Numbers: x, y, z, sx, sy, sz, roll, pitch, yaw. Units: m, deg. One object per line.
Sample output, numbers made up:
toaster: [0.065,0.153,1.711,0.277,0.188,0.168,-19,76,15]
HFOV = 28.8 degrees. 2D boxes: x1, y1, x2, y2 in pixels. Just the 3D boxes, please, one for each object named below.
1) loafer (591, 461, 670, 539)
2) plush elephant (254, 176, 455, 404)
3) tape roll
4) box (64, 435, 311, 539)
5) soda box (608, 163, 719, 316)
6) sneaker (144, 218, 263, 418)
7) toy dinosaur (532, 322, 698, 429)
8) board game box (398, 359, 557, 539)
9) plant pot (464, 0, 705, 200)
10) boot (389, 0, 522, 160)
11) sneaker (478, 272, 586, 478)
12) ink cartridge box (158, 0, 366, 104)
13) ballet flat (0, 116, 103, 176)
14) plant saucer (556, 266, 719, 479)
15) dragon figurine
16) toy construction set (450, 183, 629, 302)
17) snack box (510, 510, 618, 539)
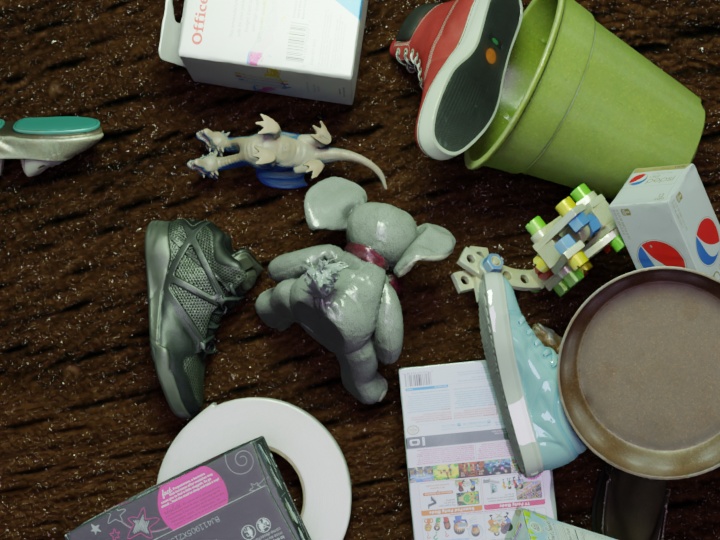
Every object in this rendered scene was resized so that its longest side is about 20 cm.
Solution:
loafer: [0.273,0.212,1.395,0.072,0.071,0.203,3,85,1]
plush elephant: [0.000,0.000,1.379,0.164,0.201,0.155,36,65,15]
tape roll: [-0.107,0.228,1.416,0.200,0.037,0.206,0,86,1]
box: [-0.157,0.261,1.339,0.198,0.115,0.133,-26,87,0]
soda box: [0.311,-0.002,1.331,0.064,0.068,0.201,-49,122,-35]
sneaker: [-0.154,0.045,1.411,0.113,0.076,0.202,-5,80,7]
toy dinosaur: [0.271,0.084,1.405,0.198,0.060,0.107,19,80,32]
board game box: [0.118,0.192,1.403,0.145,0.064,0.203,-5,85,0]
plant pot: [0.230,-0.153,1.381,0.188,0.200,0.202,24,86,-9]
boot: [0.071,-0.190,1.395,0.072,0.143,0.202,40,60,-34]
sneaker: [0.168,0.093,1.348,0.081,0.074,0.202,-15,98,-5]
ink cartridge box: [-0.096,-0.254,1.410,0.197,0.125,0.130,9,85,1]
ballet flat: [-0.359,-0.126,1.444,0.197,0.068,0.063,2,113,4]
plant saucer: [0.282,0.093,1.299,0.197,0.034,0.203,2,101,9]
dragon figurine: [-0.075,-0.117,1.432,0.197,0.099,0.060,5,83,-18]
toy construction set: [0.184,-0.014,1.373,0.131,0.199,0.093,-33,93,-36]
snack box: [0.221,0.344,1.351,0.198,0.068,0.170,18,105,-8]
